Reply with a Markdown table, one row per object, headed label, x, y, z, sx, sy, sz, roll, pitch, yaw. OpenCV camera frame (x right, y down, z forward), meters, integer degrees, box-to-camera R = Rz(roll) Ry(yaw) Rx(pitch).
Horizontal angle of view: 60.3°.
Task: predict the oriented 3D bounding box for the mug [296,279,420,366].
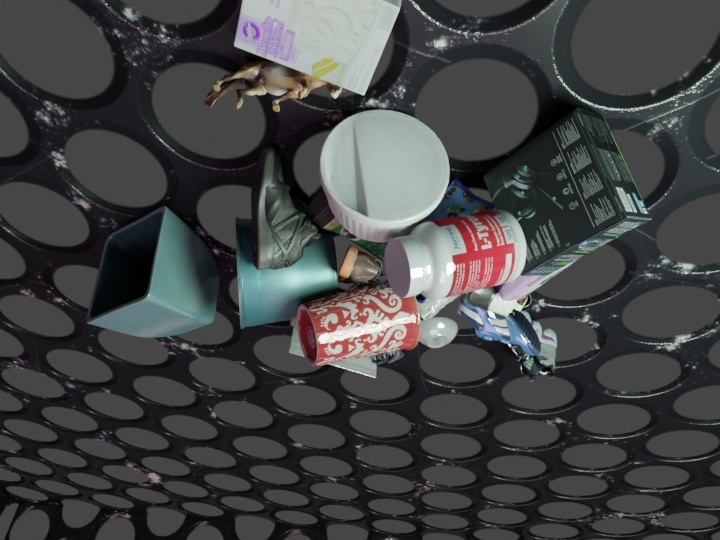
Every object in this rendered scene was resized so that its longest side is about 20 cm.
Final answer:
| label | x | y | z | sx | sy | sz | roll | pitch | yaw |
| --- | --- | --- | --- | --- | --- | --- | --- | --- | --- |
| mug | -0.013 | 0.106 | 1.128 | 0.195 | 0.137 | 0.178 | -11 | 159 | -25 |

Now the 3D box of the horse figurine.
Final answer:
| label | x | y | z | sx | sy | sz | roll | pitch | yaw |
| --- | --- | --- | --- | --- | --- | --- | --- | --- | --- |
| horse figurine | -0.128 | -0.267 | 0.894 | 0.194 | 0.134 | 0.051 | 7 | 125 | 15 |

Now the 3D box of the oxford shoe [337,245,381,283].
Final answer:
| label | x | y | z | sx | sy | sz | roll | pitch | yaw |
| --- | --- | --- | --- | --- | --- | --- | --- | --- | --- |
| oxford shoe | 0.000 | 0.000 | 1.165 | 0.071 | 0.073 | 0.200 | 21 | -179 | 0 |

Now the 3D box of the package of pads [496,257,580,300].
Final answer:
| label | x | y | z | sx | sy | sz | roll | pitch | yaw |
| --- | --- | --- | --- | --- | --- | --- | --- | --- | --- |
| package of pads | 0.303 | -0.047 | 1.073 | 0.074 | 0.123 | 0.200 | -3 | 152 | -36 |

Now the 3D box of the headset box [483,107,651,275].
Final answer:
| label | x | y | z | sx | sy | sz | roll | pitch | yaw |
| --- | --- | --- | --- | --- | --- | --- | --- | --- | --- |
| headset box | 0.300 | -0.107 | 0.940 | 0.091 | 0.179 | 0.199 | -1 | 155 | -43 |

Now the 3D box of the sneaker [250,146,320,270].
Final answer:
| label | x | y | z | sx | sy | sz | roll | pitch | yaw |
| --- | --- | --- | --- | --- | --- | --- | --- | --- | --- |
| sneaker | -0.129 | -0.105 | 1.061 | 0.111 | 0.207 | 0.076 | -1 | 177 | -25 |

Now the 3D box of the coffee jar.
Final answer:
| label | x | y | z | sx | sy | sz | roll | pitch | yaw |
| --- | --- | --- | --- | --- | --- | --- | --- | --- | --- |
| coffee jar | 0.006 | -0.095 | 1.097 | 0.197 | 0.087 | 0.104 | 28 | 142 | -25 |

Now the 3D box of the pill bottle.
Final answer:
| label | x | y | z | sx | sy | sz | roll | pitch | yaw |
| --- | --- | --- | --- | --- | --- | --- | --- | --- | --- |
| pill bottle | 0.139 | -0.021 | 0.921 | 0.195 | 0.114 | 0.113 | -12 | 149 | -23 |

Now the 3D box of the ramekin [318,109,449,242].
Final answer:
| label | x | y | z | sx | sy | sz | roll | pitch | yaw |
| --- | --- | --- | --- | --- | --- | --- | --- | --- | --- |
| ramekin | 0.032 | -0.138 | 0.957 | 0.196 | 0.208 | 0.095 | 8 | 154 | -1 |

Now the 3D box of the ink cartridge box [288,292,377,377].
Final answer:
| label | x | y | z | sx | sy | sz | roll | pitch | yaw |
| --- | --- | --- | --- | --- | --- | --- | --- | --- | --- |
| ink cartridge box | -0.054 | 0.131 | 1.319 | 0.195 | 0.180 | 0.045 | 18 | 143 | -13 |

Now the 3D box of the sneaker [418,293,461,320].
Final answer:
| label | x | y | z | sx | sy | sz | roll | pitch | yaw |
| --- | --- | --- | --- | --- | --- | --- | --- | --- | --- |
| sneaker | 0.161 | 0.046 | 1.231 | 0.195 | 0.103 | 0.074 | -8 | 167 | 26 |

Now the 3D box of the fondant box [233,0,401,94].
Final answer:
| label | x | y | z | sx | sy | sz | roll | pitch | yaw |
| --- | --- | --- | --- | --- | --- | --- | --- | --- | --- |
| fondant box | -0.059 | -0.338 | 0.825 | 0.194 | 0.060 | 0.145 | 18 | 141 | -11 |

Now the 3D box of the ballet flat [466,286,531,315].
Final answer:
| label | x | y | z | sx | sy | sz | roll | pitch | yaw |
| --- | --- | --- | --- | --- | --- | --- | --- | --- | --- |
| ballet flat | 0.274 | 0.048 | 1.178 | 0.197 | 0.068 | 0.069 | -3 | 126 | -52 |

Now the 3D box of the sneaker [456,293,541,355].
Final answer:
| label | x | y | z | sx | sy | sz | roll | pitch | yaw |
| --- | --- | --- | --- | --- | --- | --- | --- | --- | --- |
| sneaker | 0.282 | 0.109 | 1.267 | 0.199 | 0.074 | 0.083 | 41 | 117 | 3 |

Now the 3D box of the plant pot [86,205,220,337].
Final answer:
| label | x | y | z | sx | sy | sz | roll | pitch | yaw |
| --- | --- | --- | --- | --- | --- | --- | --- | --- | --- |
| plant pot | -0.394 | 0.029 | 1.252 | 0.192 | 0.202 | 0.199 | -19 | 145 | 30 |

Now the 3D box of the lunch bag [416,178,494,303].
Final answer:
| label | x | y | z | sx | sy | sz | roll | pitch | yaw |
| --- | --- | --- | --- | --- | --- | --- | --- | --- | --- |
| lunch bag | 0.152 | -0.030 | 1.099 | 0.094 | 0.150 | 0.202 | 38 | 159 | 26 |

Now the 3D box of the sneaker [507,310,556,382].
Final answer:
| label | x | y | z | sx | sy | sz | roll | pitch | yaw |
| --- | --- | --- | --- | --- | --- | --- | --- | --- | --- |
| sneaker | 0.350 | 0.169 | 1.322 | 0.196 | 0.143 | 0.078 | 24 | 141 | -21 |

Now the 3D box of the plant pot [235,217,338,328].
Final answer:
| label | x | y | z | sx | sy | sz | roll | pitch | yaw |
| --- | --- | --- | --- | --- | --- | --- | --- | --- | --- |
| plant pot | -0.140 | -0.001 | 1.171 | 0.182 | 0.205 | 0.203 | -4 | 144 | -11 |

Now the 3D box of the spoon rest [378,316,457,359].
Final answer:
| label | x | y | z | sx | sy | sz | roll | pitch | yaw |
| --- | --- | --- | --- | --- | --- | --- | --- | --- | --- |
| spoon rest | 0.127 | 0.148 | 1.420 | 0.194 | 0.062 | 0.100 | -14 | 141 | 5 |

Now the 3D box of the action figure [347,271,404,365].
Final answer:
| label | x | y | z | sx | sy | sz | roll | pitch | yaw |
| --- | --- | --- | --- | --- | --- | --- | --- | --- | --- |
| action figure | 0.031 | 0.087 | 1.270 | 0.068 | 0.206 | 0.129 | -17 | 176 | -43 |
